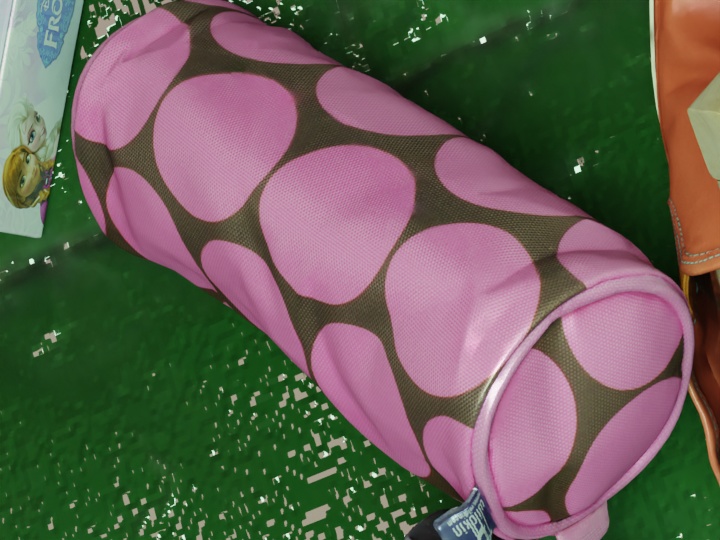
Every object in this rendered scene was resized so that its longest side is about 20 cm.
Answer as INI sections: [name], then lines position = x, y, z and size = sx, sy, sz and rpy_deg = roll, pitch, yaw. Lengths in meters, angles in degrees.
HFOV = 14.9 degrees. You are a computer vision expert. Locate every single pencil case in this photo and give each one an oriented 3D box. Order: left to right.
[pencil case]
position = 0.000, 0.000, 0.785
size = 0.091, 0.094, 0.200
rpy_deg = -34, 47, -20

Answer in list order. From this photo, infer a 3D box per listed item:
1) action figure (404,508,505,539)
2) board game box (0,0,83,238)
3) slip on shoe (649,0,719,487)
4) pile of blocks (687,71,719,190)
[action figure]
position = 0.023, 0.174, 0.784
size = 0.129, 0.069, 0.201
rpy_deg = 23, 98, 19
[board game box]
position = -0.179, -0.124, 0.925
size = 0.198, 0.041, 0.201
rpy_deg = 11, 90, 27
[slip on shoe]
position = 0.116, -0.011, 0.760
size = 0.074, 0.061, 0.202
rpy_deg = -11, 78, 26
[pile of blocks]
position = 0.178, 0.002, 0.700
size = 0.200, 0.082, 0.062
rpy_deg = 42, 60, 2
